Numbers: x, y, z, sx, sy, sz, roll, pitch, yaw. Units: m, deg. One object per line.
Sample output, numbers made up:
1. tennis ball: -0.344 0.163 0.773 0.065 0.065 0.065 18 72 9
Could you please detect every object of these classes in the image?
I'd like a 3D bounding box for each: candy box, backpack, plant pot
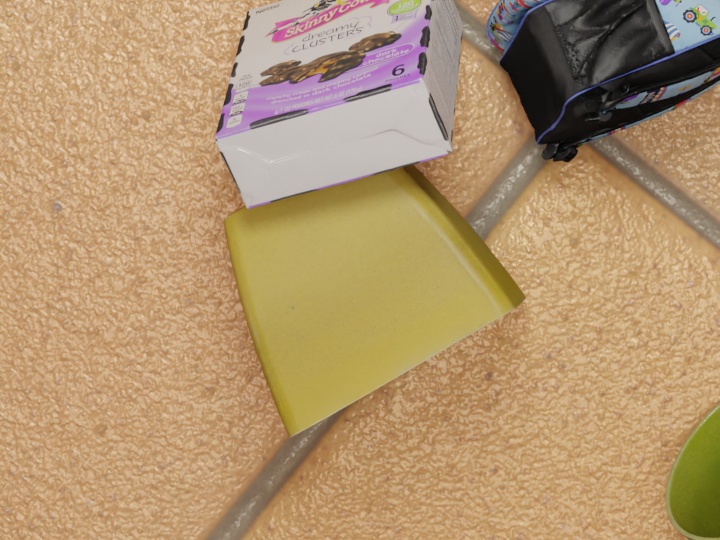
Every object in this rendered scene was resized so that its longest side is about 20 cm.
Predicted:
1. candy box: -0.013 -0.148 1.648 0.168 0.200 0.072 -15 122 15
2. backpack: 0.220 -0.190 1.668 0.200 0.183 0.135 -23 83 -8
3. plant pot: 0.000 0.000 1.707 0.200 0.200 0.177 -30 88 7
4. plant pot: 0.385 0.208 1.753 0.187 0.187 0.200 -41 112 9
